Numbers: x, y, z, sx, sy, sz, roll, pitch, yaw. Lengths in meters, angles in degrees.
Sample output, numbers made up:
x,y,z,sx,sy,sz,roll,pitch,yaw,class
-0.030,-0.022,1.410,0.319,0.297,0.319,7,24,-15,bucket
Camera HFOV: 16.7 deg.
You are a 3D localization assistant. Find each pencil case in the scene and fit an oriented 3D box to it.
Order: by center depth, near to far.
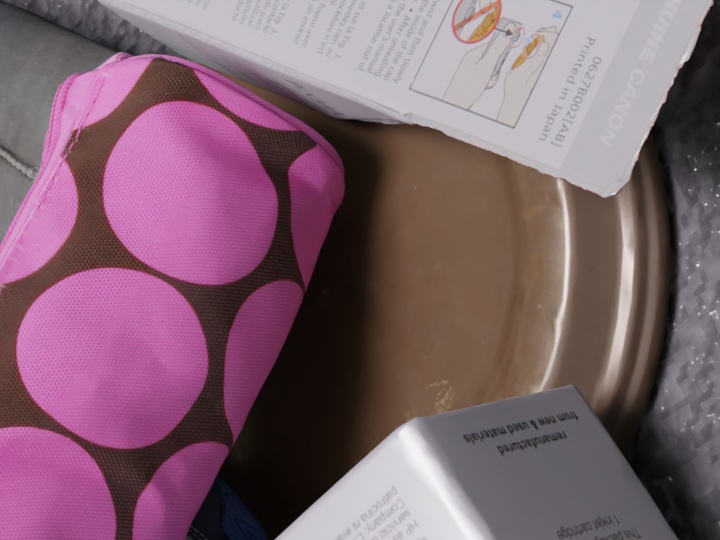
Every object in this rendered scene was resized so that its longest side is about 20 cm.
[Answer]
x,y,z,sx,sy,sz,roll,pitch,yaw,class
-0.079,0.036,0.639,0.091,0.093,0.201,-31,30,57,pencil case

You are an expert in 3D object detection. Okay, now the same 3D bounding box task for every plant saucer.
x,y,z,sx,sy,sz,roll,pitch,yaw,class
0.000,0.000,0.708,0.199,0.029,0.201,-3,85,41,plant saucer

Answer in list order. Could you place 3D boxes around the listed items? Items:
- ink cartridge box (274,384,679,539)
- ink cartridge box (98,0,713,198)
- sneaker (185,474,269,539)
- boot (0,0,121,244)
x,y,z,sx,sy,sz,roll,pitch,yaw,class
0.040,0.153,0.608,0.146,0.084,0.201,-43,70,31,ink cartridge box
0.034,-0.113,0.654,0.199,0.050,0.162,24,88,37,ink cartridge box
-0.102,0.119,0.735,0.200,0.085,0.077,-30,101,41,sneaker
-0.127,-0.082,0.774,0.200,0.072,0.183,31,121,54,boot
